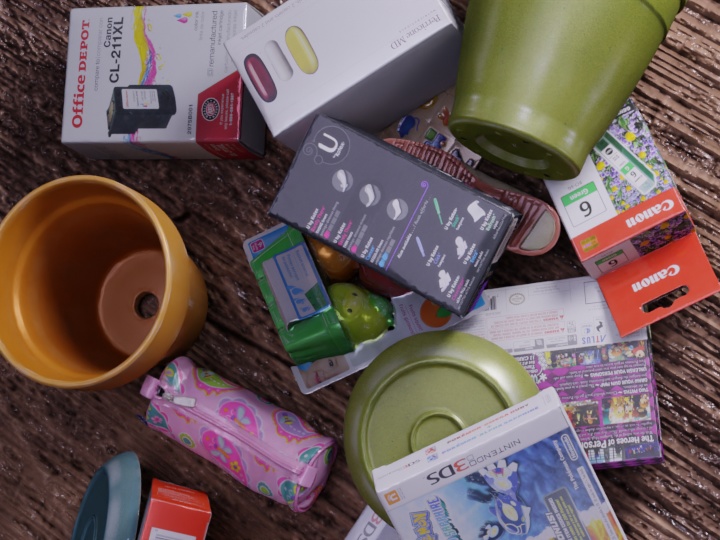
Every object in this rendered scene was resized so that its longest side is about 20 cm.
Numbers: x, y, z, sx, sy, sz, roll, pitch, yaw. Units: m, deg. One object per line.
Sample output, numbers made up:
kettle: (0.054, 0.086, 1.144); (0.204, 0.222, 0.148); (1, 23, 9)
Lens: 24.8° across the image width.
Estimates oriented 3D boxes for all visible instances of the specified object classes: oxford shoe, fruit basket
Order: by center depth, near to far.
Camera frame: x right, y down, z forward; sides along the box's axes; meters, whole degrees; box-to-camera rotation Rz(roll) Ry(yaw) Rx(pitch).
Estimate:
oxford shoe: (0.099, -0.067, 1.574); (0.199, 0.074, 0.071); (28, 97, 9)
fruit basket: (0.000, 0.000, 1.583); (0.199, 0.094, 0.186); (-28, 63, 8)

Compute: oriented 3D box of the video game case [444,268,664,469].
video game case: (0.178, 0.100, 1.543); (0.199, 0.036, 0.183); (-9, 71, 15)

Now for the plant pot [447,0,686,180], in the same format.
plant pot: (0.171, -0.194, 1.497); (0.199, 0.200, 0.194); (19, 80, 18)

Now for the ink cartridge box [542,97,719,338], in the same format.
ink cartridge box: (0.246, -0.050, 1.522); (0.108, 0.050, 0.201); (-27, 59, 12)

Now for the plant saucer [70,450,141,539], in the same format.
plant saucer: (-0.255, 0.271, 1.587); (0.027, 0.200, 0.201); (15, 86, -18)

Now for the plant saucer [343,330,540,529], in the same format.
plant saucer: (0.075, 0.156, 1.514); (0.199, 0.031, 0.202); (1, 92, 16)

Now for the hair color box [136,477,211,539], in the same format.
hair color box: (-0.182, 0.259, 1.551); (0.061, 0.200, 0.102); (14, 87, -7)

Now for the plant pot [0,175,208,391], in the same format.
plant pot: (-0.240, 0.023, 1.613); (0.199, 0.183, 0.202); (-3, 81, 18)

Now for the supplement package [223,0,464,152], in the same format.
supplement package: (-0.003, -0.208, 1.582); (0.199, 0.156, 0.111); (-32, 75, 10)

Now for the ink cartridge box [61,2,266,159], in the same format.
ink cartridge box: (-0.199, -0.192, 1.685); (0.199, 0.083, 0.147); (0, 83, 16)

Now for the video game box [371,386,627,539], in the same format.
video game box: (0.133, 0.229, 1.471); (0.181, 0.047, 0.201); (-25, 109, 7)

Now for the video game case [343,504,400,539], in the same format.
video game case: (0.088, 0.277, 1.563); (0.200, 0.023, 0.183); (34, 93, 18)

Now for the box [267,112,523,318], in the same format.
box: (0.034, -0.051, 1.485); (0.199, 0.122, 0.107); (28, 96, 7)

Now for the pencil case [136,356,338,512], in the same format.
pencil case: (-0.120, 0.159, 1.611); (0.199, 0.087, 0.088); (28, 91, 18)

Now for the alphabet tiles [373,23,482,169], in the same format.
alphabet tiles: (0.057, -0.157, 1.643); (0.167, 0.008, 0.201); (35, 94, 18)
